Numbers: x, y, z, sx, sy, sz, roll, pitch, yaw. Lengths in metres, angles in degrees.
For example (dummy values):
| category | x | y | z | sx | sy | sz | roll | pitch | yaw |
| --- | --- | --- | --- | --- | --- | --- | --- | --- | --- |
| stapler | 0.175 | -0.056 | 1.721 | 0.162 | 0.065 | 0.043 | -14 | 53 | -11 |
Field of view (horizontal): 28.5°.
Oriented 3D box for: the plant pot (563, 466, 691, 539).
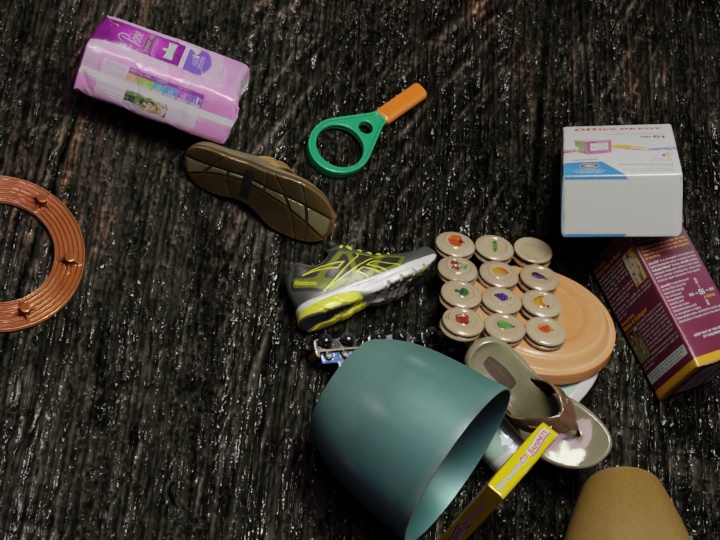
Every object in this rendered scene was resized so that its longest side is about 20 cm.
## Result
| category | x | y | z | sx | sy | sz | roll | pitch | yaw |
| --- | --- | --- | --- | --- | --- | --- | --- | --- | --- |
| plant pot | 0.296 | 0.323 | 1.566 | 0.186 | 0.187 | 0.200 | 15 | 46 | -9 |

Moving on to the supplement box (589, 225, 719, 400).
| category | x | y | z | sx | sy | sz | roll | pitch | yaw |
| --- | --- | --- | --- | --- | --- | --- | --- | --- | --- |
| supplement box | 0.383 | 0.044 | 1.768 | 0.085 | 0.110 | 0.200 | -15 | 68 | -24 |

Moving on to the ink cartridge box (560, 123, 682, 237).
| category | x | y | z | sx | sy | sz | roll | pitch | yaw |
| --- | --- | --- | --- | --- | --- | --- | --- | --- | --- |
| ink cartridge box | 0.323 | -0.116 | 1.772 | 0.144 | 0.085 | 0.200 | 0 | 22 | 8 |

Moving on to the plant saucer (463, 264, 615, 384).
| category | x | y | z | sx | sy | sz | roll | pitch | yaw |
| --- | --- | --- | --- | --- | --- | --- | --- | --- | --- |
| plant saucer | 0.211 | 0.057 | 1.710 | 0.200 | 0.032 | 0.201 | 8 | 38 | -6 |

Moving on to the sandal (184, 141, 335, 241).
| category | x | y | z | sx | sy | sz | roll | pitch | yaw |
| --- | --- | --- | --- | --- | --- | --- | --- | --- | --- |
| sandal | -0.117 | -0.106 | 1.721 | 0.200 | 0.080 | 0.054 | 26 | 37 | 2 |

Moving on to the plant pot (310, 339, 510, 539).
| category | x | y | z | sx | sy | sz | roll | pitch | yaw |
| --- | --- | --- | --- | --- | --- | --- | --- | --- | --- |
| plant pot | 0.044 | 0.169 | 1.552 | 0.161 | 0.201 | 0.201 | 34 | 57 | 18 |

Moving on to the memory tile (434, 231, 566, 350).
| category | x | y | z | sx | sy | sz | roll | pitch | yaw |
| --- | --- | --- | --- | --- | --- | --- | --- | --- | --- |
| memory tile | 0.167 | 0.021 | 1.706 | 0.153 | 0.017 | 0.200 | 7 | 38 | -6 |

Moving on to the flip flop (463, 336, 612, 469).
| category | x | y | z | sx | sy | sz | roll | pitch | yaw |
| --- | --- | --- | --- | --- | --- | --- | --- | --- | --- |
| flip flop | 0.201 | 0.151 | 1.601 | 0.200 | 0.058 | 0.081 | 44 | 80 | -4 |

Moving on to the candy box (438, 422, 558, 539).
| category | x | y | z | sx | sy | sz | roll | pitch | yaw |
| --- | --- | --- | --- | --- | --- | --- | --- | --- | --- |
| candy box | 0.144 | 0.241 | 1.534 | 0.026 | 0.200 | 0.102 | 39 | 58 | 8 |

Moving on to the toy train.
| category | x | y | z | sx | sy | sz | roll | pitch | yaw |
| --- | --- | --- | --- | --- | --- | --- | --- | --- | --- |
| toy train | 0.029 | 0.095 | 1.676 | 0.199 | 0.034 | 0.046 | -3 | 76 | -20 |

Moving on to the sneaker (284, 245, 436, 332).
| category | x | y | z | sx | sy | sz | roll | pitch | yaw |
| --- | --- | --- | --- | --- | --- | --- | --- | --- | --- |
| sneaker | 0.000 | 0.000 | 1.692 | 0.200 | 0.075 | 0.085 | -21 | 70 | -26 |

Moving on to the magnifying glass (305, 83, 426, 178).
| category | x | y | z | sx | sy | sz | roll | pitch | yaw |
| --- | --- | --- | --- | --- | --- | --- | --- | --- | --- |
| magnifying glass | 0.011 | -0.186 | 1.829 | 0.200 | 0.022 | 0.080 | -38 | 78 | -28 |

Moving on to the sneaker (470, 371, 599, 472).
| category | x | y | z | sx | sy | sz | roll | pitch | yaw |
| --- | --- | --- | --- | --- | --- | --- | --- | --- | --- |
| sneaker | 0.193 | 0.133 | 1.678 | 0.200 | 0.074 | 0.118 | -39 | 86 | -28 |

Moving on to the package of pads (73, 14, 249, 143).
| category | x | y | z | sx | sy | sz | roll | pitch | yaw |
| --- | --- | --- | --- | --- | --- | --- | --- | --- | --- |
| package of pads | -0.238 | -0.234 | 1.721 | 0.199 | 0.076 | 0.121 | 19 | 27 | -7 |

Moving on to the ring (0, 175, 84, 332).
| category | x | y | z | sx | sy | sz | roll | pitch | yaw |
| --- | --- | --- | --- | --- | --- | --- | --- | --- | --- |
| ring | -0.413 | -0.024 | 1.607 | 0.200 | 0.019 | 0.201 | 7 | 60 | -13 |
